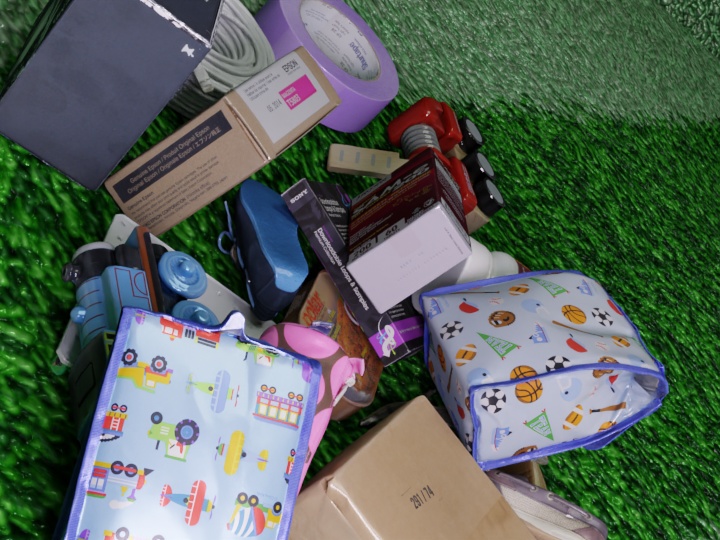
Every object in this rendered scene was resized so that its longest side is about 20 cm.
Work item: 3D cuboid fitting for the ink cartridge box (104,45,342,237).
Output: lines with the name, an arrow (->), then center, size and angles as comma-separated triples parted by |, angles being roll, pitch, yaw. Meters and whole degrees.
ink cartridge box -> -0.128, -0.125, 1.220 | 0.075, 0.164, 0.200 | 55, 28, -8

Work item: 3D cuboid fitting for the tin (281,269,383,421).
tin -> -0.027, 0.070, 1.233 | 0.112, 0.042, 0.200 | 55, 20, -12

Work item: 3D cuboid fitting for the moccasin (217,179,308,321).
moccasin -> -0.102, -0.024, 1.237 | 0.080, 0.069, 0.201 | 24, 23, -18

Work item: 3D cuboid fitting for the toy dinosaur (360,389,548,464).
toy dinosaur -> 0.097, 0.148, 1.287 | 0.198, 0.048, 0.088 | 12, 20, -6

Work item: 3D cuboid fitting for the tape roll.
tape roll -> -0.045, -0.274, 1.613 | 0.199, 0.066, 0.201 | 34, 34, -26

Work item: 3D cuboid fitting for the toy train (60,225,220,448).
toy train -> -0.172, 0.055, 0.991 | 0.113, 0.087, 0.201 | 13, 45, -37

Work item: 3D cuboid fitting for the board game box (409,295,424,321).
board game box -> 0.090, 0.034, 1.456 | 0.200, 0.045, 0.135 | 40, 31, -16

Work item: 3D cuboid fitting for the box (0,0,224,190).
box -> -0.225, -0.219, 1.170 | 0.123, 0.200, 0.198 | 32, 33, -23

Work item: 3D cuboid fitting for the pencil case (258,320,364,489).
pencil case -> -0.071, 0.138, 1.010 | 0.093, 0.091, 0.201 | 20, 59, 6

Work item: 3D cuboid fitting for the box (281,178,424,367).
box -> 0.000, 0.000, 1.296 | 0.201, 0.036, 0.143 | 60, 12, 6

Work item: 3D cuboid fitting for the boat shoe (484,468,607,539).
boat shoe -> 0.140, 0.225, 1.203 | 0.199, 0.073, 0.065 | 23, 40, 27

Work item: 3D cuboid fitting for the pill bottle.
pill bottle -> 0.159, 0.052, 1.366 | 0.199, 0.114, 0.115 | 34, 32, -23

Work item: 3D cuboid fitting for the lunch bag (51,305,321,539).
lunch bag -> -0.115, 0.124, 0.878 | 0.149, 0.202, 0.094 | 17, -5, -14

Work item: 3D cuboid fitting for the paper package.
paper package -> 0.038, 0.235, 1.094 | 0.191, 0.103, 0.200 | 52, 29, 3

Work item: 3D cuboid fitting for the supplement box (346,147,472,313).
supplement box -> 0.046, -0.045, 1.248 | 0.061, 0.108, 0.200 | 53, 12, -16

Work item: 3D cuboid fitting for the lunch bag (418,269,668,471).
lunch bag -> 0.175, 0.088, 1.223 | 0.198, 0.125, 0.171 | -14, 37, -10

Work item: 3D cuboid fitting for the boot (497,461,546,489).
boot -> 0.202, 0.289, 1.283 | 0.155, 0.073, 0.201 | 35, 30, -27

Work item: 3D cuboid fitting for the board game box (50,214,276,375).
board game box -> -0.160, 0.068, 1.100 | 0.199, 0.026, 0.201 | 37, 32, -20

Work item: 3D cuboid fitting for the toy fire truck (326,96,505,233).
toy fire truck -> 0.061, -0.140, 1.568 | 0.200, 0.128, 0.177 | 36, 30, -40

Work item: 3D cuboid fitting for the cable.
cable -> -0.179, -0.252, 1.404 | 0.201, 0.069, 0.200 | 53, 29, 8
